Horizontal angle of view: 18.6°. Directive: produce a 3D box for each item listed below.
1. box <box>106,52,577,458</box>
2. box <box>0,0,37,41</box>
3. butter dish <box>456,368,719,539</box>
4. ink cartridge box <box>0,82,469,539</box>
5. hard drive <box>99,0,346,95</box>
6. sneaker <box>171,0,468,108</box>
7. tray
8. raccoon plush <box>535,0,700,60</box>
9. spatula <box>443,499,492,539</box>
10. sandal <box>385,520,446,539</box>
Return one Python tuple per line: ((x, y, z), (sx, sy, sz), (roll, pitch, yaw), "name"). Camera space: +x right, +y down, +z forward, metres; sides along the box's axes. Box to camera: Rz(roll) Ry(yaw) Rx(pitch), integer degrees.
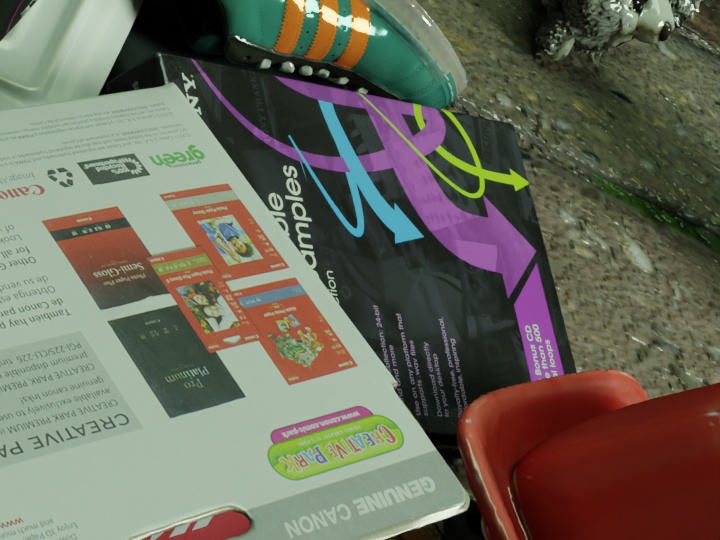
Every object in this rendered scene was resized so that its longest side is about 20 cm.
((0.000, 0.000, 0.839), (0.200, 0.036, 0.143), (5, 65, -44), "box")
((-0.170, -0.118, 0.650), (0.124, 0.149, 0.200), (40, -16, 2), "box")
((0.148, 0.106, 0.731), (0.200, 0.148, 0.199), (66, 22, 9), "butter dish")
((-0.098, 0.045, 0.621), (0.200, 0.084, 0.176), (-13, 56, -42), "ink cartridge box")
((-0.055, -0.070, 0.931), (0.139, 0.033, 0.200), (3, 44, -47), "hard drive")
((-0.034, -0.115, 0.927), (0.200, 0.080, 0.071), (40, 4, -41), "sneaker")
((-0.139, -0.120, 0.870), (0.107, 0.022, 0.200), (23, 39, -6), "tray")
((0.108, -0.180, 1.277), (0.200, 0.097, 0.134), (22, 29, 38), "raccoon plush")
((0.047, 0.162, 0.682), (0.056, 0.021, 0.200), (16, 55, -35), "spatula")
((0.014, 0.091, 0.748), (0.200, 0.055, 0.082), (18, 33, -27), "sandal")
